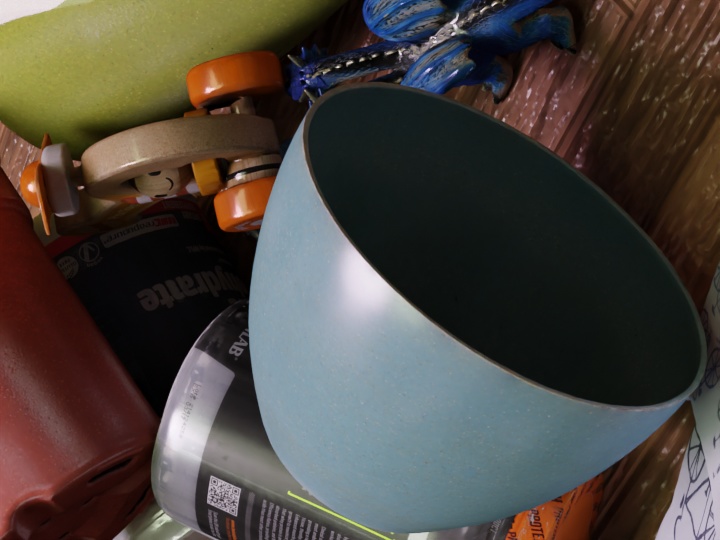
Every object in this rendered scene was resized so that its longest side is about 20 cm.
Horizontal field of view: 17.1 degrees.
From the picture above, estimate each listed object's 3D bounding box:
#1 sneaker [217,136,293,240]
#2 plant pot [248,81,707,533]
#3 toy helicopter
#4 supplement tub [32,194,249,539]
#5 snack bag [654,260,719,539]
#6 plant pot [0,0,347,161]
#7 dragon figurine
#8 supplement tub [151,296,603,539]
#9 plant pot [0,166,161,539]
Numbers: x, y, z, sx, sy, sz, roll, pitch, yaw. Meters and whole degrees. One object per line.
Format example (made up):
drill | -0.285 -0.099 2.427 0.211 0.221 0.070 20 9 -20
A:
sneaker | 0.000 0.000 1.204 0.200 0.089 0.079 35 129 38
plant pot | 0.030 0.035 1.038 0.200 0.200 0.135 51 123 28
toy helicopter | -0.117 -0.042 1.190 0.200 0.132 0.079 -25 78 64
supplement tub | -0.113 0.062 1.328 0.201 0.140 0.140 59 140 18
snack bag | 0.150 0.088 1.001 0.189 0.021 0.201 -85 6 -62
plant pot | -0.082 -0.167 1.199 0.199 0.187 0.188 -13 92 38
dragon figurine | 0.041 -0.110 1.102 0.200 0.099 0.059 -32 78 52
supplement tub | 0.009 0.101 1.165 0.199 0.122 0.123 23 123 19
plant pot | -0.207 0.062 1.205 0.195 0.200 0.201 49 137 14
